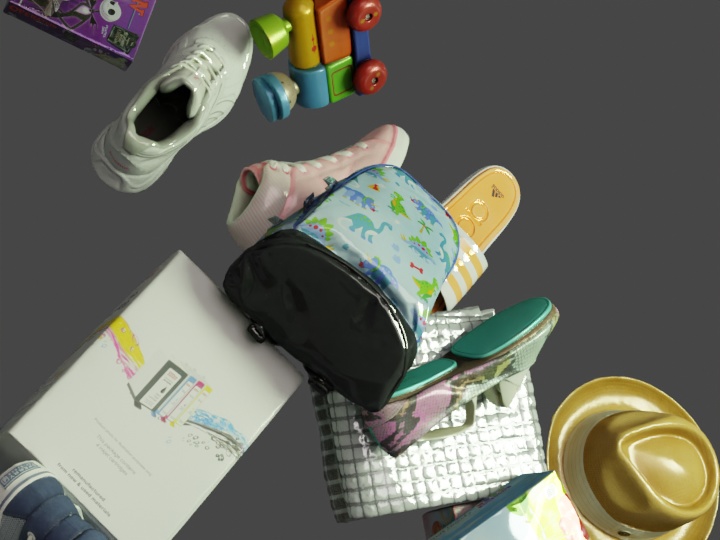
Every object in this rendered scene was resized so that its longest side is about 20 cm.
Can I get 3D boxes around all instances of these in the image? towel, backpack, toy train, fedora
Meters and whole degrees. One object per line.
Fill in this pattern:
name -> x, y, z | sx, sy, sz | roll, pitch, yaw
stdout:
towel -> 0.056, 0.124, 1.323 | 0.198, 0.085, 0.168 | -7, 82, -26
backpack -> 0.000, 0.000, 1.216 | 0.163, 0.200, 0.154 | 39, 103, 3
toy train -> -0.048, -0.229, 1.328 | 0.115, 0.202, 0.085 | -28, 49, -20
fedora -> 0.270, 0.187, 1.413 | 0.198, 0.082, 0.203 | 8, 71, -24

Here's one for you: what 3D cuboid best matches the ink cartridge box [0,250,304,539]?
ink cartridge box -> -0.174, 0.116, 1.180 | 0.145, 0.147, 0.200 | 45, 61, -7

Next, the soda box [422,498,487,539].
soda box -> 0.114, 0.303, 1.315 | 0.068, 0.063, 0.203 | -6, 79, -27

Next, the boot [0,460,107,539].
boot -> -0.224, 0.230, 1.086 | 0.072, 0.201, 0.090 | -34, 60, -31

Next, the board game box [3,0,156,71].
board game box -> -0.227, -0.291, 1.342 | 0.119, 0.032, 0.202 | 25, 65, -22

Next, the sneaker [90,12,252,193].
sneaker -> -0.146, -0.153, 1.299 | 0.078, 0.099, 0.201 | 39, 62, -11

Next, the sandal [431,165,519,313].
sandal -> 0.091, -0.032, 1.403 | 0.079, 0.059, 0.207 | 44, 62, -9

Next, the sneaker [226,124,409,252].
sneaker -> -0.042, -0.081, 1.342 | 0.105, 0.075, 0.201 | 44, 65, -14

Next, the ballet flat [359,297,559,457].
ballet flat -> 0.090, 0.095, 1.268 | 0.199, 0.069, 0.072 | -28, 108, -23

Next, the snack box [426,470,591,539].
snack box -> 0.132, 0.295, 1.244 | 0.168, 0.068, 0.202 | -29, 92, -25
